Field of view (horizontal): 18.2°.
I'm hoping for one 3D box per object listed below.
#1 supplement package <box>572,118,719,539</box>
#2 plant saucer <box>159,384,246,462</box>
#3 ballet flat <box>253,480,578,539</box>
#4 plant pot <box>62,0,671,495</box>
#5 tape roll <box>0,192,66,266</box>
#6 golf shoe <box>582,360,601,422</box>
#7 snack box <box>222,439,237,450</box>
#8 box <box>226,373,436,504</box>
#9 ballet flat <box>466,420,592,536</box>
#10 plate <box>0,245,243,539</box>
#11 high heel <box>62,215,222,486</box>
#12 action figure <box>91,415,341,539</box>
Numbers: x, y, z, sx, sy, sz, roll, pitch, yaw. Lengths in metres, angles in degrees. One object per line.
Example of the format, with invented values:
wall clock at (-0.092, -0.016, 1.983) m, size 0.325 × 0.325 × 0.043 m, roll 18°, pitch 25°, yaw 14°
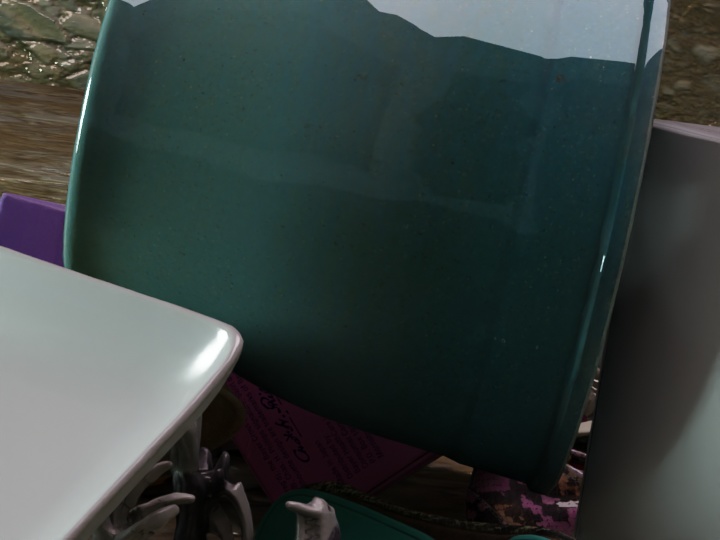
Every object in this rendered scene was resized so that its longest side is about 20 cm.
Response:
supplement package at (0.159, 0.063, 0.739) m, size 0.110 × 0.201 × 0.156 m, roll 4°, pitch 9°, yaw -26°
plant saucer at (-0.141, 0.048, 0.785) m, size 0.199 × 0.036 × 0.200 m, roll -9°, pitch -17°, yaw -3°
ballet flat at (0.044, 0.118, 0.749) m, size 0.075 × 0.068 × 0.200 m, roll 35°, pitch -13°, yaw -37°
plant pot at (-0.002, -0.039, 0.807) m, size 0.187 × 0.201 × 0.200 m, roll 13°, pitch 8°, yaw 0°
tape roll at (-0.100, 0.013, 1.195) m, size 0.199 × 0.066 × 0.200 m, roll 13°, pitch 1°, yaw 0°
golf shoe at (0.166, 0.066, 1.191) m, size 0.199 × 0.076 × 0.091 m, roll 16°, pitch 8°, yaw 37°
snack box at (-0.137, 0.055, 1.108) m, size 0.199 × 0.024 × 0.072 m, roll 14°, pitch 8°, yaw 37°
box at (0.000, 0.000, 1.003) m, size 0.097 × 0.176 × 0.200 m, roll -35°, pitch -6°, yaw 25°
ballet flat at (0.145, 0.097, 0.949) m, size 0.199 × 0.072 × 0.069 m, roll 9°, pitch 7°, yaw 4°
plate at (-0.158, 0.067, 0.623) m, size 0.199 × 0.032 × 0.200 m, roll 18°, pitch 54°, yaw 34°
high heel at (-0.078, 0.009, 1.019) m, size 0.142 × 0.200 × 0.072 m, roll 10°, pitch -33°, yaw 37°
action figure at (-0.069, 0.089, 0.680) m, size 0.199 × 0.103 × 0.119 m, roll 5°, pitch 6°, yaw -6°
